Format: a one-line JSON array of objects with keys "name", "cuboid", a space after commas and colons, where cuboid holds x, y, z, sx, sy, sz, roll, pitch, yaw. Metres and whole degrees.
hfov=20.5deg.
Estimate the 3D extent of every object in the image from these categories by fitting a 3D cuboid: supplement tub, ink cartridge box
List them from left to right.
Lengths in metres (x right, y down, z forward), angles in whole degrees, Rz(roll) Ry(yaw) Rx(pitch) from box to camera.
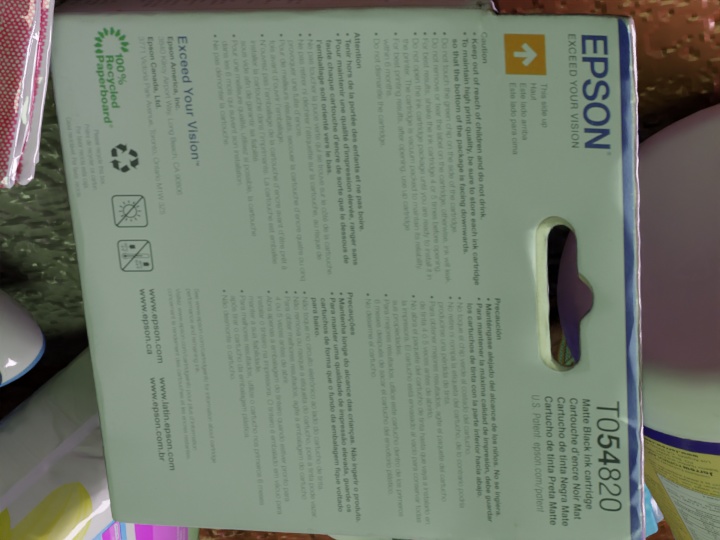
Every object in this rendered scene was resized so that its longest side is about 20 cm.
[{"name": "ink cartridge box", "cuboid": [0.000, 0.000, 0.688, 0.200, 0.041, 0.200, 2, 113, 14]}, {"name": "supplement tub", "cuboid": [0.171, 0.046, 0.753, 0.145, 0.146, 0.200, -17, 138, 17]}]

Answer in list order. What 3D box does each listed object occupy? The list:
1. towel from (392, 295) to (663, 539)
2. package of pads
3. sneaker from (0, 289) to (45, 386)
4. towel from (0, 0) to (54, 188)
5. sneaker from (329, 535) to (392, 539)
[{"name": "towel", "cuboid": [0.073, 0.091, 0.833, 0.147, 0.022, 0.200, -36, 145, -21]}, {"name": "package of pads", "cuboid": [-0.150, 0.143, 0.824, 0.068, 0.200, 0.155, 34, 145, 21]}, {"name": "sneaker", "cuboid": [-0.201, 0.065, 0.819, 0.082, 0.074, 0.200, 20, 136, -27]}, {"name": "towel", "cuboid": [-0.195, -0.102, 0.620, 0.200, 0.030, 0.147, 6, 117, -9]}, {"name": "sneaker", "cuboid": [0.002, 0.078, 0.832, 0.071, 0.073, 0.200, -25, 138, 2]}]
